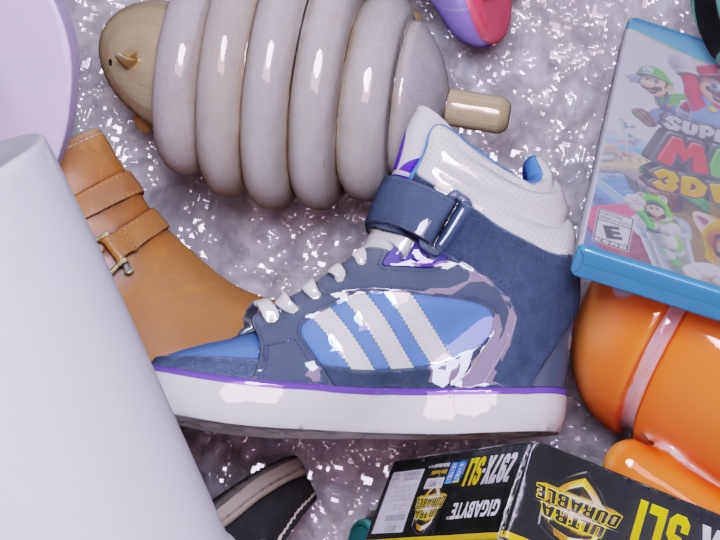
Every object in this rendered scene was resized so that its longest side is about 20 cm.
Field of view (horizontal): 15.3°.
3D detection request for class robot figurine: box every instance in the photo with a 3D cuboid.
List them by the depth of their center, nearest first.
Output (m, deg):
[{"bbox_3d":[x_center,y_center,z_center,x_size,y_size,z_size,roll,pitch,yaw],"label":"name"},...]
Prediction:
[{"bbox_3d":[0.181,0.050,1.235,0.199,0.117,0.144,31,101,17],"label":"robot figurine"}]

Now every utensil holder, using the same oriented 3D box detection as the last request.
[{"bbox_3d":[-0.157,0.067,1.066,0.169,0.170,0.201,-23,100,-4],"label":"utensil holder"}]

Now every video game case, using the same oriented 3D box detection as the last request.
[{"bbox_3d":[0.178,-0.040,1.237,0.142,0.200,0.018,17,127,1],"label":"video game case"}]

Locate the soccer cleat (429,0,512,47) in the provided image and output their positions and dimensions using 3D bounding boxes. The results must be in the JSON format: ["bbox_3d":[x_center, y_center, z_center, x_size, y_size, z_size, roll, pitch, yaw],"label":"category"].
[{"bbox_3d":[0.018,-0.199,1.306,0.076,0.067,0.201,-20,88,26],"label":"soccer cleat"}]

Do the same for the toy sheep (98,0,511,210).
[{"bbox_3d":[-0.027,-0.092,1.253,0.199,0.138,0.139,7,83,12],"label":"toy sheep"}]

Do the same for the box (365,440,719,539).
[{"bbox_3d":[0.122,0.134,1.183,0.199,0.160,0.050,23,74,-17],"label":"box"}]

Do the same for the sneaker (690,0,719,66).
[{"bbox_3d":[0.215,-0.173,1.280,0.139,0.078,0.201,-21,68,-9],"label":"sneaker"}]

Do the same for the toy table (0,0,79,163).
[{"bbox_3d":[-0.211,-0.046,1.185,0.183,0.117,0.201,23,107,0],"label":"toy table"}]

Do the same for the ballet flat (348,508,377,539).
[{"bbox_3d":[0.027,0.209,1.249,0.071,0.072,0.201,4,83,-1],"label":"ballet flat"}]

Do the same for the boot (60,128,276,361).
[{"bbox_3d":[-0.093,0.003,1.268,0.199,0.074,0.156,-22,80,-6],"label":"boot"}]

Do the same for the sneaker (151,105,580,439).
[{"bbox_3d":[0.000,0.000,1.194,0.199,0.081,0.148,2,83,-9],"label":"sneaker"}]

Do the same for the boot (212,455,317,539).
[{"bbox_3d":[-0.047,0.184,1.207,0.073,0.200,0.151,-38,92,35],"label":"boot"}]
